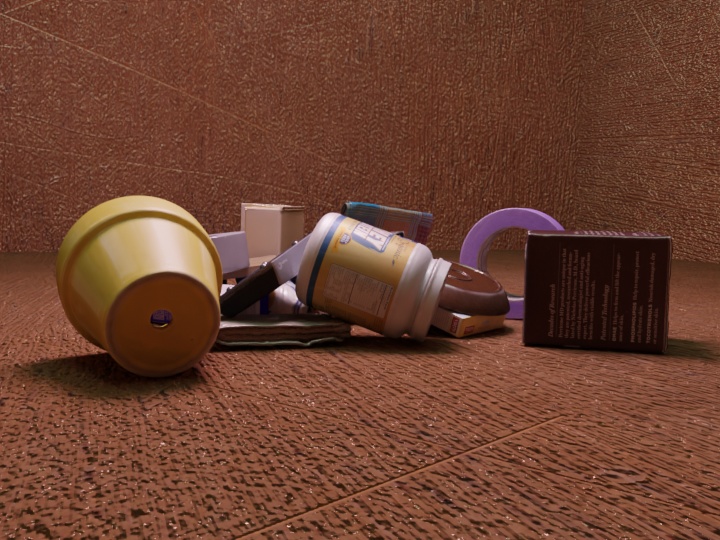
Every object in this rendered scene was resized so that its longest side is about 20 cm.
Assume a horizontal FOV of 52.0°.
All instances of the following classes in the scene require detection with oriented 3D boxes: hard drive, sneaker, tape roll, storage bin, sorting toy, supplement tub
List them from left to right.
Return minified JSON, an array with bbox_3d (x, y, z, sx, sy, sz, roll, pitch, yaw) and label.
[{"bbox_3d":[-0.302,-0.025,1.331,0.199,0.067,0.200,-7,6,1],"label":"tape roll"},{"bbox_3d":[-0.260,0.024,1.459,0.199,0.070,0.199,-8,6,-7],"label":"sorting toy"},{"bbox_3d":[-0.136,0.006,1.118,0.135,0.042,0.200,-33,5,19],"label":"hard drive"},{"bbox_3d":[-0.195,-0.050,1.681,0.093,0.201,0.199,3,5,12],"label":"storage bin"},{"bbox_3d":[-0.127,0.057,1.316,0.088,0.076,0.200,17,6,-5],"label":"sneaker"},{"bbox_3d":[0.020,0.012,1.083,0.199,0.145,0.145,20,8,8],"label":"supplement tub"},{"bbox_3d":[0.289,-0.015,1.359,0.199,0.201,0.085,3,5,22],"label":"tape roll"}]

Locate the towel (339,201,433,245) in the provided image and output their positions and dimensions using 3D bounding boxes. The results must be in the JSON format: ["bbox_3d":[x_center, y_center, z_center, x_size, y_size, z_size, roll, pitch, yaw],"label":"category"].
[{"bbox_3d":[0.038,-0.049,1.389,0.199,0.147,0.022,5,19,-31],"label":"towel"}]

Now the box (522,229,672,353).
[{"bbox_3d":[0.351,0.024,1.114,0.199,0.165,0.166,2,6,16],"label":"box"}]

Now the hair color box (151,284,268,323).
[{"bbox_3d":[-0.262,0.057,1.226,0.199,0.065,0.109,6,8,36],"label":"hair color box"}]

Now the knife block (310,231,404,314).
[{"bbox_3d":[0.000,0.000,1.270,0.175,0.064,0.200,-22,18,12],"label":"knife block"}]

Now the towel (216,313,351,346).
[{"bbox_3d":[-0.121,0.086,1.079,0.199,0.035,0.132,1,3,-15],"label":"towel"}]

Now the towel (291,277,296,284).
[{"bbox_3d":[-0.081,0.007,1.432,0.144,0.024,0.200,-3,-34,-30],"label":"towel"}]

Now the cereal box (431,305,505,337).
[{"bbox_3d":[0.125,0.048,1.229,0.200,0.040,0.144,27,20,36],"label":"cereal box"}]

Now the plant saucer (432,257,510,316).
[{"bbox_3d":[0.154,0.020,1.218,0.199,0.035,0.200,14,15,-4],"label":"plant saucer"}]

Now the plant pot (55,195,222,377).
[{"bbox_3d":[-0.254,0.028,0.891,0.200,0.202,0.189,-1,19,-26],"label":"plant pot"}]
